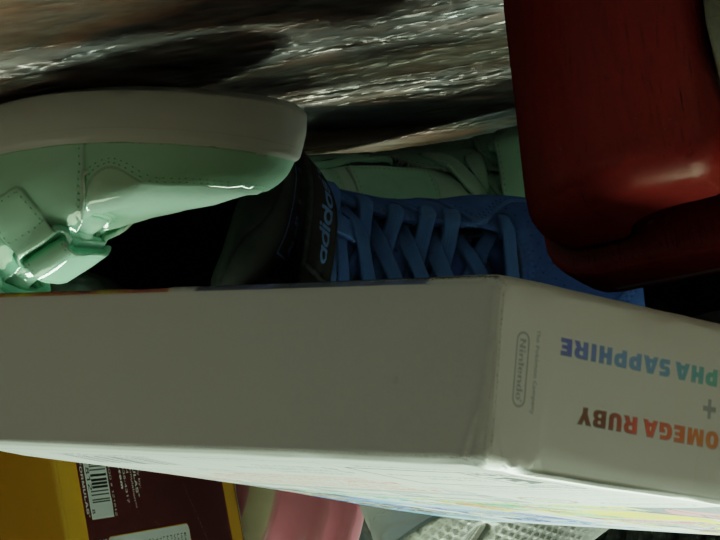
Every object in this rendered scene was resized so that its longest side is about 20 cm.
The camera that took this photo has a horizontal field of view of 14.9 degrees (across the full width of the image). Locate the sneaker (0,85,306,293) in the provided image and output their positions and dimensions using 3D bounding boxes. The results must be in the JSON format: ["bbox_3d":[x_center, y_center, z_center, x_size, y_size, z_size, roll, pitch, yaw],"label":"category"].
[{"bbox_3d":[-0.101,0.018,0.764,0.200,0.118,0.074,-13,174,14],"label":"sneaker"}]

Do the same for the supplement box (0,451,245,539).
[{"bbox_3d":[-0.137,0.083,1.011,0.133,0.197,0.200,-11,175,13],"label":"supplement box"}]

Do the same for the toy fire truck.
[{"bbox_3d":[0.106,-0.042,0.580,0.176,0.129,0.200,-12,164,24],"label":"toy fire truck"}]

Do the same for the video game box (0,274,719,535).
[{"bbox_3d":[0.031,0.037,0.686,0.182,0.047,0.200,15,169,-40],"label":"video game box"}]

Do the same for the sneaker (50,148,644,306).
[{"bbox_3d":[0.000,0.001,0.829,0.200,0.077,0.111,-6,151,4],"label":"sneaker"}]

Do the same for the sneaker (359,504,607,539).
[{"bbox_3d":[0.091,0.045,0.899,0.200,0.080,0.070,-13,135,-13],"label":"sneaker"}]

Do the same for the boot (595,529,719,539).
[{"bbox_3d":[0.086,0.079,1.014,0.079,0.158,0.211,18,152,-29],"label":"boot"}]

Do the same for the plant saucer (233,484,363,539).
[{"bbox_3d":[-0.098,0.083,1.139,0.200,0.201,0.051,-11,167,13],"label":"plant saucer"}]

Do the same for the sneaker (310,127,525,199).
[{"bbox_3d":[0.047,-0.014,0.923,0.200,0.074,0.118,-15,171,29],"label":"sneaker"}]
